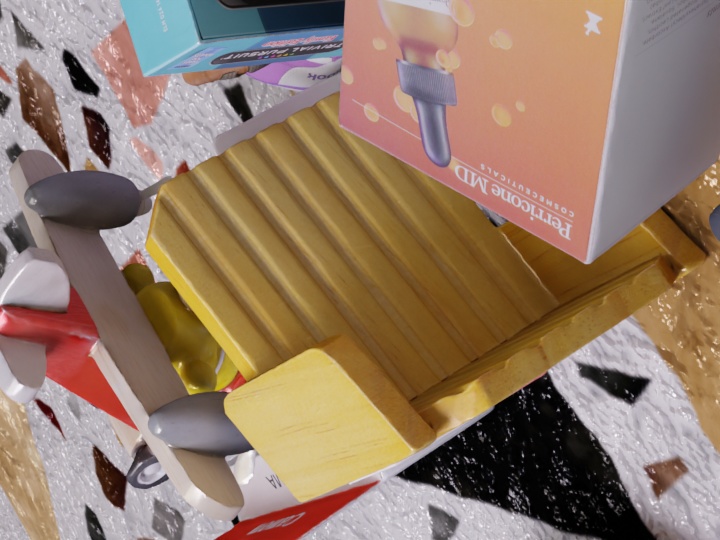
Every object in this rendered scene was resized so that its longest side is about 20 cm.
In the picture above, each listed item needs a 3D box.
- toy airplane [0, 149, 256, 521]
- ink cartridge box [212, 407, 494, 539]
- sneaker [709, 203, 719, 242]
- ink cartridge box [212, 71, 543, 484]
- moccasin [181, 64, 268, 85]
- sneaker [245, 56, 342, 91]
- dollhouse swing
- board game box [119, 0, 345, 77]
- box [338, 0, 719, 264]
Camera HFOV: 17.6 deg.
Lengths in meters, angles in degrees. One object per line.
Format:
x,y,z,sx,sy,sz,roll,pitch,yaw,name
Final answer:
-0.121,0.026,1.232,0.200,0.141,0.199,51,-171,-11,toy airplane
-0.037,0.121,1.385,0.044,0.173,0.200,61,150,-2,ink cartridge box
0.199,-0.077,0.973,0.081,0.074,0.200,56,143,19,sneaker
0.000,0.000,1.281,0.200,0.116,0.067,61,153,1,ink cartridge box
-0.095,-0.197,1.204,0.077,0.074,0.202,-15,98,15,moccasin
-0.081,-0.176,1.297,0.201,0.073,0.114,47,151,21,sneaker
0.021,-0.015,1.153,0.176,0.200,0.182,60,150,1,dollhouse swing
-0.067,-0.199,1.124,0.047,0.151,0.201,-24,81,43,board game box
0.083,-0.133,1.024,0.152,0.106,0.200,30,136,28,box
